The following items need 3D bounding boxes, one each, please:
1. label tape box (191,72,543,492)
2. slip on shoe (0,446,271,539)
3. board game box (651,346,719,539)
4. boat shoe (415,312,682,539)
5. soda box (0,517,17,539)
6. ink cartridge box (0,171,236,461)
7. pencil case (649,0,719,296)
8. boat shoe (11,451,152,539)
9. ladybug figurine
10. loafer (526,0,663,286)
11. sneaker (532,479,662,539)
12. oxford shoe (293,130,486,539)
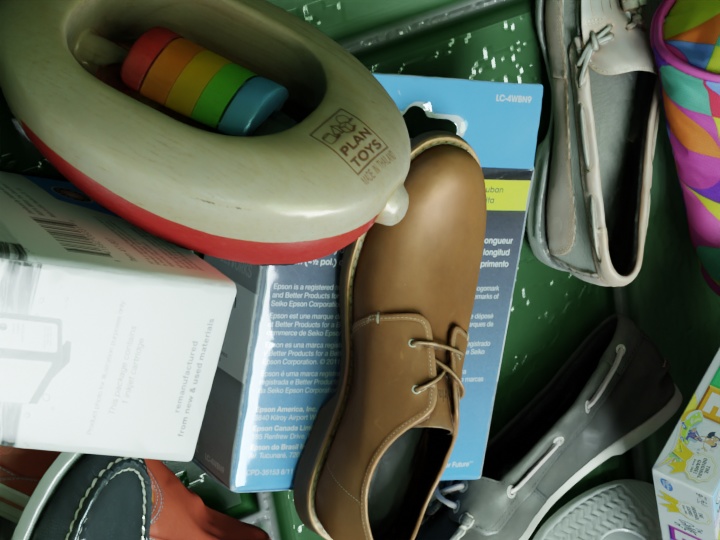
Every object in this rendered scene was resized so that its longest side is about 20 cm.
[{"bbox_3d":[0.000,0.000,1.123,0.142,0.066,0.202,0,104,-31],"label":"label tape box"},{"bbox_3d":[-0.114,0.099,1.088,0.199,0.074,0.062,28,89,-30],"label":"slip on shoe"},{"bbox_3d":[0.202,0.099,1.219,0.135,0.034,0.200,-58,156,-22],"label":"board game box"},{"bbox_3d":[0.079,0.098,1.209,0.200,0.067,0.057,-38,106,-19],"label":"boat shoe"},{"bbox_3d":[-0.112,0.170,1.096,0.199,0.068,0.064,19,97,-25],"label":"soda box"},{"bbox_3d":[-0.175,0.010,0.971,0.199,0.146,0.085,7,105,-32],"label":"ink cartridge box"},{"bbox_3d":[0.201,-0.062,1.178,0.088,0.088,0.200,-40,140,-12],"label":"pencil case"},{"bbox_3d":[-0.119,0.169,1.011,0.075,0.060,0.201,-5,114,-48],"label":"boat shoe"},{"bbox_3d":[-0.069,-0.062,1.000,0.136,0.199,0.072,-42,155,-43],"label":"ladybug figurine"},{"bbox_3d":[0.127,-0.091,1.165,0.071,0.063,0.202,-6,110,-29],"label":"loafer"},{"bbox_3d":[0.104,0.208,1.268,0.201,0.073,0.119,-51,163,-28],"label":"sneaker"},{"bbox_3d":[0.028,0.038,1.072,0.071,0.071,0.202,6,101,-30],"label":"oxford shoe"}]
